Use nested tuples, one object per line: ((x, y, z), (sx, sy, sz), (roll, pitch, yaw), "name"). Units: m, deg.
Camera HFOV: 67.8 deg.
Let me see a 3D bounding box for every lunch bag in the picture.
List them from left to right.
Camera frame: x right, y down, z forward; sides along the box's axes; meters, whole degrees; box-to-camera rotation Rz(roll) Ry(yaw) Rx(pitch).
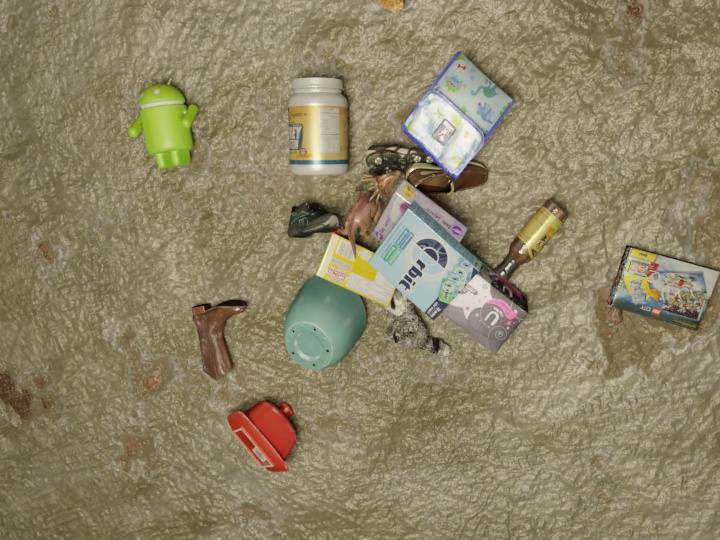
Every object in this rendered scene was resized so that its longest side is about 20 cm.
((0.206, -0.330, 1.163), (0.169, 0.127, 0.202), (40, 90, 1), "lunch bag")

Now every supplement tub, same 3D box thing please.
((-0.097, -0.328, 1.235), (0.138, 0.145, 0.209), (2, 102, 11), "supplement tub")

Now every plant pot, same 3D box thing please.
((-0.099, 0.141, 1.303), (0.193, 0.162, 0.208), (8, 116, 16), "plant pot")

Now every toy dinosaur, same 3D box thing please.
((0.009, -0.138, 1.183), (0.084, 0.136, 0.205), (26, 76, -2), "toy dinosaur")

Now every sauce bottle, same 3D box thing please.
((0.389, -0.066, 1.234), (0.064, 0.065, 0.202), (37, 108, 1), "sauce bottle")

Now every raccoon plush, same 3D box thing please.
((0.143, 0.119, 1.332), (0.193, 0.096, 0.139), (16, 92, -23), "raccoon plush")

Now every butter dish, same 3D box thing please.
((-0.240, 0.419, 1.429), (0.201, 0.147, 0.199), (50, 148, -2), "butter dish")

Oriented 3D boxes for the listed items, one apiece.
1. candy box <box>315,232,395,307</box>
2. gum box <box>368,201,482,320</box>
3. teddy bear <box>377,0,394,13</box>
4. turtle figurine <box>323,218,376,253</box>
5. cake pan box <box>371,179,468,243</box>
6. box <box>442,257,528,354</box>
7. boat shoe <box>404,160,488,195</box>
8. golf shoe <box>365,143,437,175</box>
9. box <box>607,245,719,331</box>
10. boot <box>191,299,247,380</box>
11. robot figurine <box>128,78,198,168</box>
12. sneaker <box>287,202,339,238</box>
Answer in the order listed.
((0.000, 0.000, 1.258), (0.194, 0.026, 0.105), (25, 95, -17), "candy box")
((0.137, -0.017, 1.165), (0.198, 0.045, 0.171), (40, 126, 2), "gum box")
((0.105, -0.668, 1.163), (0.195, 0.067, 0.149), (-28, 93, 15), "teddy bear")
((-0.023, -0.032, 1.311), (0.195, 0.101, 0.154), (27, 108, -2), "turtle figurine")
((0.129, -0.089, 1.233), (0.182, 0.053, 0.201), (39, 151, 2), "cake pan box")
((0.276, 0.067, 1.250), (0.197, 0.115, 0.134), (36, 114, 1), "box")
((0.200, -0.197, 1.210), (0.193, 0.076, 0.076), (-5, 135, -8), "boat shoe")
((0.106, -0.260, 1.242), (0.192, 0.090, 0.079), (4, 132, -15), "golf shoe")
((0.679, 0.039, 1.209), (0.192, 0.038, 0.142), (16, 104, 8), "box")
((-0.363, 0.189, 1.439), (0.180, 0.064, 0.209), (-6, 98, 26), "boot")
((-0.478, -0.360, 1.320), (0.168, 0.116, 0.209), (-5, 101, 15), "robot figurine")
((-0.120, -0.126, 1.282), (0.196, 0.073, 0.083), (-5, 85, 51), "sneaker")
